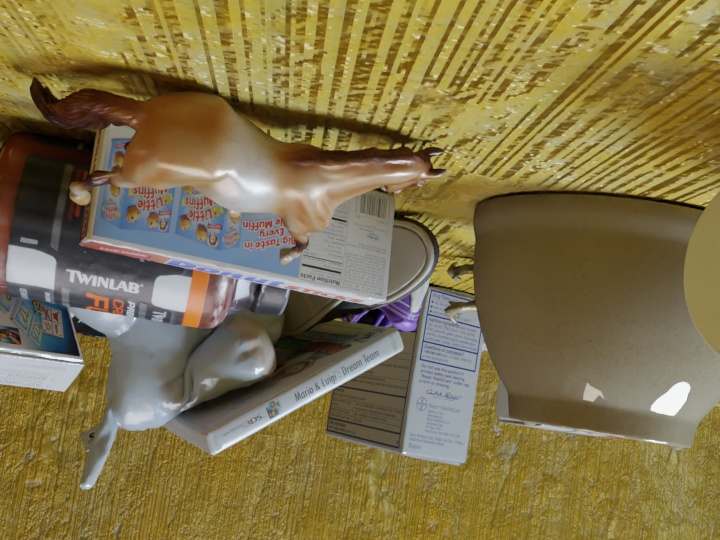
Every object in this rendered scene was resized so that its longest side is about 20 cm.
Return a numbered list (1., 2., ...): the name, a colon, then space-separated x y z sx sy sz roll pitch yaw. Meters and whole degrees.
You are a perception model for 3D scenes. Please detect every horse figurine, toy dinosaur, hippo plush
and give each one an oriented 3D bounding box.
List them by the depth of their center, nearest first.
1. horse figurine: -0.072 -0.053 0.511 0.197 0.051 0.132 19 157 -27
2. hippo plush: -0.173 0.028 0.787 0.198 0.163 0.159 -29 -160 -6
3. toy dinosaur: 0.124 0.011 0.887 0.100 0.060 0.198 -14 169 35

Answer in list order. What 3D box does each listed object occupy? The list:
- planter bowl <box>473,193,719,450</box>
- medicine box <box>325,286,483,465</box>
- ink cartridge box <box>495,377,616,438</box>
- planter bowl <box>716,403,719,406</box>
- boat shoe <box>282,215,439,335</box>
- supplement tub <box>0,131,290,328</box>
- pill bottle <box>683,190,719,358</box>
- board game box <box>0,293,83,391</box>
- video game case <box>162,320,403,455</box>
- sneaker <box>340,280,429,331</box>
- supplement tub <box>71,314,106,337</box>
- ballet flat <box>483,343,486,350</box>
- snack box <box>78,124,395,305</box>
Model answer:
1. planter bowl: 0.163 0.040 0.642 0.196 0.138 0.200 8 173 1
2. medicine box: 0.056 0.126 1.241 0.101 0.204 0.181 15 172 -31
3. ink cartridge box: 0.287 0.148 1.361 0.198 0.150 0.082 13 171 -41
4. planter bowl: 0.444 0.121 1.188 0.196 0.085 0.200 8 174 1
5. boat shoe: 0.000 0.000 0.792 0.056 0.068 0.199 -21 177 -44
6. supplement tub: -0.142 -0.022 0.656 0.196 0.109 0.107 10 174 -11
7. pill bottle: 0.232 0.017 0.432 0.197 0.115 0.111 13 172 -38
8. board game box: -0.274 -0.011 0.684 0.125 0.202 0.035 16 127 -44
9. video game case: -0.082 0.091 0.847 0.180 0.024 0.199 -26 -168 -24
10. sneaker: -0.012 0.026 1.004 0.080 0.085 0.198 14 173 -37
11. supplement tub: -0.306 0.005 1.052 0.120 0.125 0.199 5 173 28
12. ballet flat: 0.153 0.106 1.547 0.197 0.067 0.070 4 172 38
13. snack box: -0.069 -0.032 0.612 0.197 0.074 0.024 12 167 -27
